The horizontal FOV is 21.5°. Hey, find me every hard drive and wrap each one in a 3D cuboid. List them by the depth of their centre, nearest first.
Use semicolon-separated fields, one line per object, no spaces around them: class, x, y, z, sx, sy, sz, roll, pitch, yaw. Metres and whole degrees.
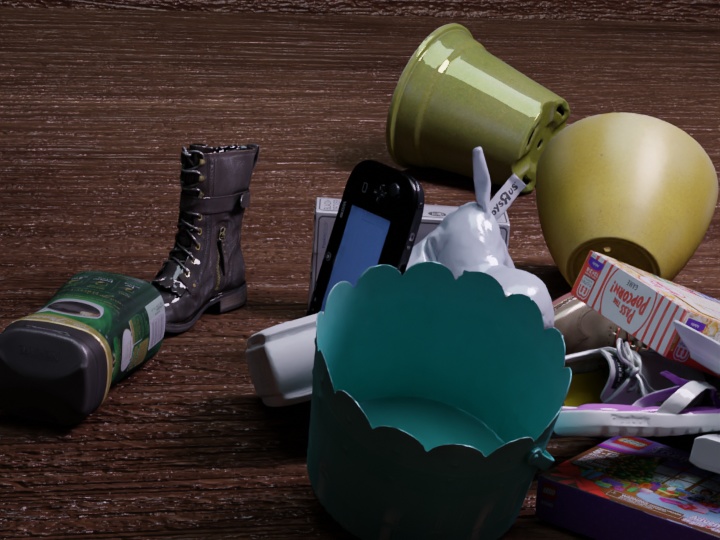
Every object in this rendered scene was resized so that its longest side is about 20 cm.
hard drive;0.342;0.155;1.511;0.131;0.027;0.200;15;2;19

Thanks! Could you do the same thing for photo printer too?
photo printer;0.007;0.060;1.642;0.198;0.070;0.166;-16;-2;-11

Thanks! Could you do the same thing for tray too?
tray;0.343;0.104;1.551;0.199;0.022;0.107;30;2;-33

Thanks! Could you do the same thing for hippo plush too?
hippo plush;0.127;0.030;1.790;0.159;0.200;0.161;31;13;-49

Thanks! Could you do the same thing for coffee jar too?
coffee jar;-0.250;0.067;1.678;0.103;0.086;0.200;10;17;11

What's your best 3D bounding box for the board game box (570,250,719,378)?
board game box;0.304;0.054;1.666;0.199;0.047;0.151;20;10;-32

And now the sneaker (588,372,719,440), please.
sneaker;0.277;0.115;1.668;0.199;0.067;0.090;-9;19;-40

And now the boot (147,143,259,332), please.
boot;-0.172;-0.040;1.883;0.069;0.176;0.200;14;20;30

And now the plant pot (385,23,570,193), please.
plant pot;0.164;-0.194;2.462;0.183;0.202;0.200;26;26;26

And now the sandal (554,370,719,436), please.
sandal;0.245;0.105;1.508;0.201;0.050;0.082;-1;-3;-29

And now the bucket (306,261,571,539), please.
bucket;0.054;0.107;1.441;0.205;0.136;0.208;7;40;-6

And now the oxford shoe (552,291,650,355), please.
oxford shoe;0.262;0.057;1.848;0.198;0.071;0.075;-6;25;-24

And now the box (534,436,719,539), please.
box;0.255;0.186;1.482;0.199;0.039;0.136;16;19;34

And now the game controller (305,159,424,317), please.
game controller;0.000;0.000;1.766;0.104;0.202;0.042;23;8;42

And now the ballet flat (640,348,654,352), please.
ballet flat;0.286;0.098;1.774;0.199;0.067;0.057;-11;63;-37

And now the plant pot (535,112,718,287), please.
plant pot;0.275;-0.046;2.020;0.198;0.201;0.143;7;43;10

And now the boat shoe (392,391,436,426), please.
boat shoe;0.086;0.119;1.614;0.063;0.074;0.200;7;10;26

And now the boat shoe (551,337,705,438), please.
boat shoe;0.207;0.091;1.577;0.200;0.086;0.075;-2;63;-19

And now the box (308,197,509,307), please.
box;0.048;-0.008;1.927;0.198;0.118;0.060;2;17;-1
